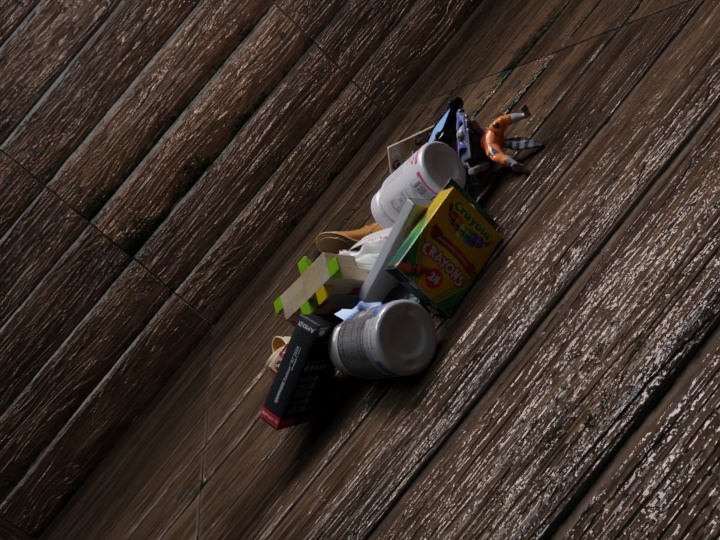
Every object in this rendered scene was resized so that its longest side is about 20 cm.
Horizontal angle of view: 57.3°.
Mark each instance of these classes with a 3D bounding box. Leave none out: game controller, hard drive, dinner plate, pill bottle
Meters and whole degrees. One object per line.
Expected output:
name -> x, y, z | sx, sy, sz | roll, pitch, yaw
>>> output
game controller -> 0.171, -0.296, 1.400 | 0.104, 0.042, 0.201 | -39, 17, 36
hard drive -> 0.085, -0.033, 1.166 | 0.131, 0.027, 0.202 | -2, -52, -47
dinner plate -> 0.067, -0.068, 1.358 | 0.196, 0.025, 0.200 | -15, -6, -2
pill bottle -> 0.110, -0.160, 1.320 | 0.199, 0.113, 0.114 | -35, 20, 52
pill bottle -> 0.027, 0.117, 1.068 | 0.115, 0.113, 0.199 | -56, 16, -25

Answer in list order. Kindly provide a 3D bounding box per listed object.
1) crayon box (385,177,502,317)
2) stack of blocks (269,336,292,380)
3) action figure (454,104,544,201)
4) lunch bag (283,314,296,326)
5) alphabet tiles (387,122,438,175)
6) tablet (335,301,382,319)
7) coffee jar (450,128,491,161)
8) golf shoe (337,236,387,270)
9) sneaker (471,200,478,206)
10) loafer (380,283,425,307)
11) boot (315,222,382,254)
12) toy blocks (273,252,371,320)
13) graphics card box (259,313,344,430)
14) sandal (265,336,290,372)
crayon box -> 0.147, -0.042, 1.081 | 0.201, 0.127, 0.051 | -54, 16, -16
stack of blocks -> -0.124, 0.186, 1.328 | 0.116, 0.058, 0.200 | -53, -8, -19
action figure -> 0.253, -0.217, 1.285 | 0.192, 0.103, 0.205 | 6, 99, 60
lunch bag -> -0.100, 0.066, 1.664 | 0.177, 0.082, 0.199 | -55, 14, -22
alphabet tiles -> 0.152, -0.250, 1.540 | 0.198, 0.169, 0.008 | -28, 41, -21
tablet -> -0.005, 0.069, 1.286 | 0.129, 0.014, 0.201 | -30, 40, 7
coffee jar -> 0.202, -0.236, 1.456 | 0.199, 0.103, 0.087 | -37, 54, 43
golf shoe -> 0.000, 0.000, 1.283 | 0.075, 0.093, 0.198 | 1, -16, -46
sneaker -> 0.156, -0.059, 1.252 | 0.199, 0.078, 0.086 | -39, -1, 30
loafer -> 0.105, 0.041, 1.172 | 0.201, 0.063, 0.072 | -52, 45, 6
boot -> 0.005, -0.085, 1.578 | 0.196, 0.078, 0.156 | 0, 27, 17
toy blocks -> -0.051, 0.036, 1.220 | 0.200, 0.135, 0.101 | -42, 56, 38
graphics card box -> -0.096, 0.178, 1.179 | 0.125, 0.050, 0.203 | 6, -71, -61
sandal -> -0.169, 0.170, 1.453 | 0.078, 0.069, 0.211 | -60, -14, 12
